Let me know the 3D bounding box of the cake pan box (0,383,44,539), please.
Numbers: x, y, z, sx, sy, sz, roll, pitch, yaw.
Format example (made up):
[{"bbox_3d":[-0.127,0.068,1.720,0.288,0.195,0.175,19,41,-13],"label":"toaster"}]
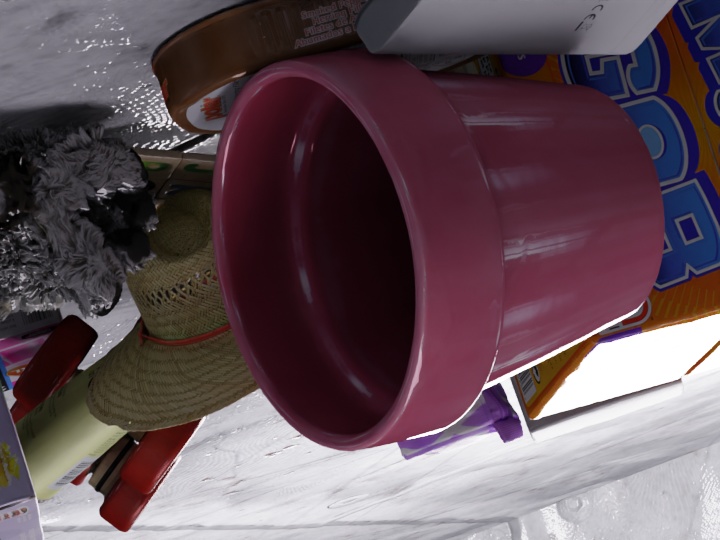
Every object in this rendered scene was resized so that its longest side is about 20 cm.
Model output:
[{"bbox_3d":[-0.234,0.071,1.702,0.052,0.185,0.200,-16,167,-8],"label":"cake pan box"}]

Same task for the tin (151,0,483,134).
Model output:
[{"bbox_3d":[-0.009,-0.120,1.533,0.199,0.042,0.112,-17,163,-5],"label":"tin"}]

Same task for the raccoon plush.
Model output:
[{"bbox_3d":[-0.204,-0.040,1.584,0.134,0.097,0.200,-8,146,47],"label":"raccoon plush"}]

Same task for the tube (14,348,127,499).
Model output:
[{"bbox_3d":[-0.139,0.065,1.781,0.200,0.058,0.052,-38,147,25],"label":"tube"}]

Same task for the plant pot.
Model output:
[{"bbox_3d":[0.048,-0.021,1.495,0.178,0.201,0.200,-11,166,-31],"label":"plant pot"}]

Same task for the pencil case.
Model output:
[{"bbox_3d":[0.037,0.018,1.835,0.085,0.201,0.084,-19,180,35],"label":"pencil case"}]

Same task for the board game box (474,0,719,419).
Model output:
[{"bbox_3d":[0.176,-0.053,1.694,0.199,0.201,0.200,-15,168,-10],"label":"board game box"}]

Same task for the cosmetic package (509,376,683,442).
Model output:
[{"bbox_3d":[0.124,-0.001,1.844,0.106,0.201,0.090,-21,168,3],"label":"cosmetic package"}]

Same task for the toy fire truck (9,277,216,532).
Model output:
[{"bbox_3d":[-0.143,0.064,1.925,0.168,0.112,0.200,-53,179,-26],"label":"toy fire truck"}]

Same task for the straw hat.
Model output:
[{"bbox_3d":[-0.092,0.001,1.662,0.200,0.085,0.201,-26,-159,11],"label":"straw hat"}]

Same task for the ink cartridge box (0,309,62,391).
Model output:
[{"bbox_3d":[-0.243,0.054,1.972,0.094,0.037,0.200,-17,170,-6],"label":"ink cartridge box"}]

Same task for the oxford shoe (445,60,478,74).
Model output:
[{"bbox_3d":[0.013,-0.075,1.673,0.058,0.076,0.200,-14,172,-28],"label":"oxford shoe"}]

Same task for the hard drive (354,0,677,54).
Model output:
[{"bbox_3d":[0.104,-0.159,1.463,0.199,0.027,0.132,-5,145,-47],"label":"hard drive"}]

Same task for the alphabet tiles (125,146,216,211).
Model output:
[{"bbox_3d":[-0.112,-0.033,1.720,0.166,0.008,0.200,5,161,-16],"label":"alphabet tiles"}]
